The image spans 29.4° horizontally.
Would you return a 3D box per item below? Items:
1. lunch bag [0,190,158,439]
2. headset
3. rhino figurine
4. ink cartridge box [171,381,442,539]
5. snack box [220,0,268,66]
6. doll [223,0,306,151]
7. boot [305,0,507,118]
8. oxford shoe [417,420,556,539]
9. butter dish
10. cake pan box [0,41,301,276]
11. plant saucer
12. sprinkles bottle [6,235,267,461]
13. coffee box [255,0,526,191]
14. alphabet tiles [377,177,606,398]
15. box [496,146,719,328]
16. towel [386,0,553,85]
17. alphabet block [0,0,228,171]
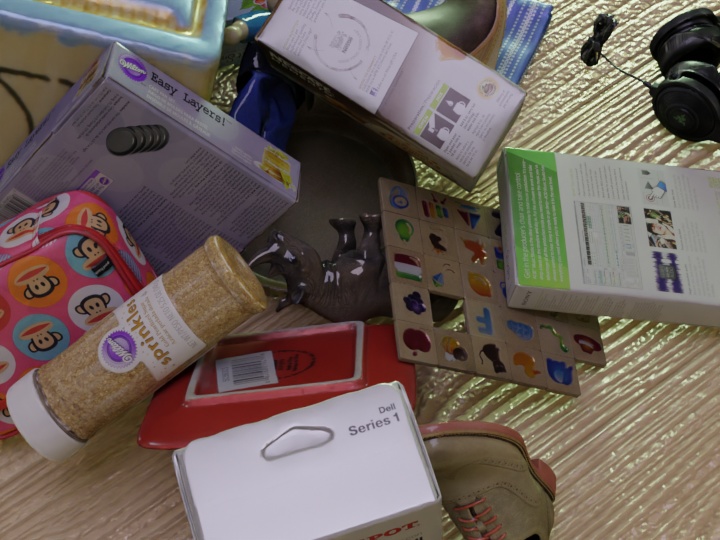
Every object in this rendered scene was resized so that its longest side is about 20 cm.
[{"bbox_3d":[-0.251,0.046,1.076,0.198,0.177,0.082,-24,35,9],"label":"lunch bag"},{"bbox_3d":[0.293,-0.182,1.205,0.198,0.094,0.125,8,59,-4],"label":"headset"},{"bbox_3d":[0.000,0.000,1.102,0.198,0.060,0.088,0,86,-27],"label":"rhino figurine"},{"bbox_3d":[-0.026,0.168,0.865,0.143,0.201,0.085,-17,59,-6],"label":"ink cartridge box"},{"bbox_3d":[-0.133,-0.290,1.315,0.167,0.068,0.202,-9,56,4],"label":"snack box"},{"bbox_3d":[-0.080,-0.166,1.179,0.048,0.136,0.202,-1,65,35],"label":"doll"},{"bbox_3d":[0.041,-0.211,1.212,0.165,0.072,0.202,12,70,-15],"label":"boot"},{"bbox_3d":[0.090,0.159,0.967,0.070,0.200,0.076,-16,59,29],"label":"oxford shoe"},{"bbox_3d":[-0.052,0.134,1.027,0.197,0.149,0.200,-6,17,2],"label":"butter dish"},{"bbox_3d":[-0.175,-0.060,1.079,0.183,0.200,0.053,32,39,-24],"label":"cake pan box"},{"bbox_3d":[-0.047,-0.063,1.200,0.198,0.032,0.202,-3,60,4],"label":"plant saucer"},{"bbox_3d":[-0.165,0.057,1.009,0.199,0.068,0.069,-37,61,6],"label":"sprinkles bottle"},{"bbox_3d":[0.025,-0.152,1.087,0.199,0.114,0.080,33,89,3],"label":"coffee box"},{"bbox_3d":[0.107,0.016,1.090,0.198,0.008,0.169,14,51,-26],"label":"alphabet tiles"},{"bbox_3d":[0.213,-0.028,1.123,0.198,0.036,0.145,7,53,-9],"label":"box"},{"bbox_3d":[0.067,-0.225,1.291,0.198,0.024,0.146,21,64,16],"label":"towel"},{"bbox_3d":[-0.215,-0.176,1.136,0.193,0.201,0.198,13,46,-9],"label":"alphabet block"}]
